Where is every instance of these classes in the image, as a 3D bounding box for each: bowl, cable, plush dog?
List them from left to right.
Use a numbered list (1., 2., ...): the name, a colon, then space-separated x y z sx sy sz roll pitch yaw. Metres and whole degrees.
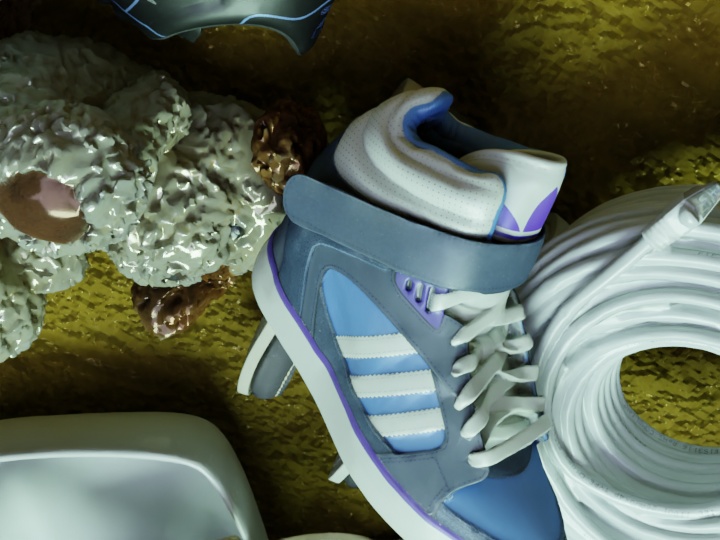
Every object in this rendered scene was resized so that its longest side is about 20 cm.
1. bowl: -0.142 0.156 0.966 0.199 0.075 0.200 -4 127 15
2. plush dog: -0.106 -0.045 0.783 0.172 0.161 0.200 17 149 -24
3. cable: 0.148 0.059 0.750 0.200 0.069 0.200 -27 106 30

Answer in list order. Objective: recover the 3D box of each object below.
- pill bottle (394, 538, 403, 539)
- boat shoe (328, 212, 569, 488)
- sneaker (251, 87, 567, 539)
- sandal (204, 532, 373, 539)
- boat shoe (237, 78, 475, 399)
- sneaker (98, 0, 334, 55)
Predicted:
1. pill bottle: 0.042 0.265 0.987 0.112 0.112 0.200 -3 126 14
2. boat shoe: 0.058 0.055 0.850 0.060 0.074 0.200 36 118 -11
3. sneaker: 0.048 0.021 0.687 0.200 0.081 0.146 54 129 15
4. sandal: -0.089 0.176 0.864 0.211 0.078 0.070 -16 151 28
5. boat shoe: 0.000 0.000 0.816 0.063 0.073 0.200 28 123 -6
6. sneaker: -0.107 -0.143 0.727 0.200 0.070 0.078 12 128 7
